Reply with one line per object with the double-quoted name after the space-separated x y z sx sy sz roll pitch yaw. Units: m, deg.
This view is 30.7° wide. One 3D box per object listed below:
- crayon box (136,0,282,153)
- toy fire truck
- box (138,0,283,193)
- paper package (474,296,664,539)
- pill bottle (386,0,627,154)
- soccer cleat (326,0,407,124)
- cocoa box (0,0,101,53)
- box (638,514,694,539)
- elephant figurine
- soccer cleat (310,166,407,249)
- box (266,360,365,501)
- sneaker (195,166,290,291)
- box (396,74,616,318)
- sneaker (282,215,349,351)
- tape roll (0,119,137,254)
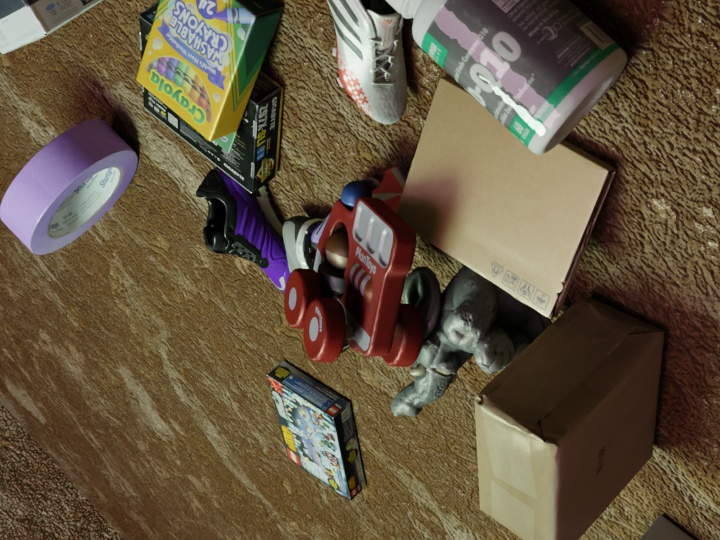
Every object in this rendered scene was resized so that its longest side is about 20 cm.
-0.175 -0.237 1.458 0.126 0.052 0.201 39 129 18 "crayon box"
0.000 0.000 1.375 0.200 0.112 0.169 -130 49 -60 "toy fire truck"
-0.181 -0.207 1.575 0.200 0.049 0.160 38 147 20 "box"
0.211 0.157 1.319 0.103 0.190 0.201 31 146 33 "paper package"
0.116 -0.203 1.104 0.200 0.113 0.113 44 151 9 "pill bottle"
0.013 -0.229 1.266 0.085 0.068 0.201 19 135 49 "soccer cleat"
-0.332 -0.353 1.453 0.133 0.200 0.132 -2 123 55 "cocoa box"
0.376 0.392 1.465 0.200 0.097 0.125 37 149 20 "box"
0.100 0.057 1.394 0.142 0.155 0.200 54 150 -15 "elephant figurine"
0.002 -0.066 1.485 0.200 0.068 0.074 -12 98 58 "soccer cleat"
-0.064 0.240 1.951 0.137 0.040 0.201 29 145 34 "box"
-0.150 -0.043 1.670 0.069 0.099 0.201 7 130 53 "sneaker"
0.134 -0.072 1.264 0.200 0.021 0.164 34 122 28 "box"
-0.046 0.016 1.642 0.079 0.074 0.201 27 139 50 "sneaker"
-0.405 -0.116 1.834 0.066 0.200 0.200 43 151 8 "tape roll"
